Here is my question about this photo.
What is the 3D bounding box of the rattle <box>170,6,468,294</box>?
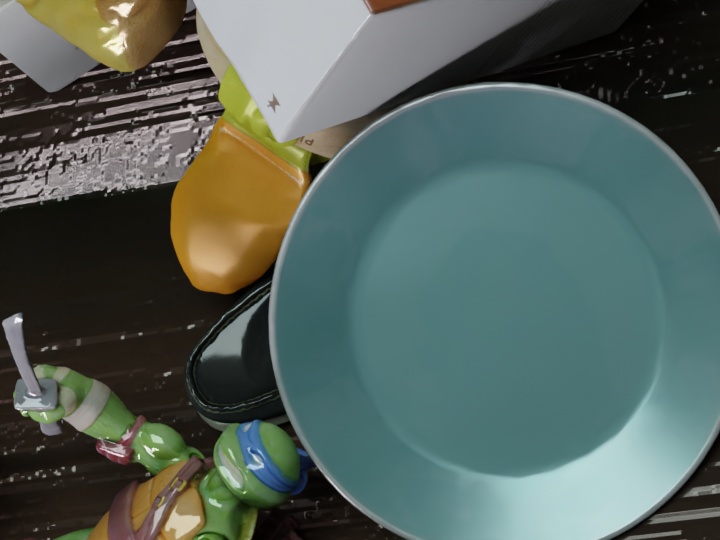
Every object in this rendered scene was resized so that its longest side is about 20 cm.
[{"bbox_3d":[-0.015,-0.105,1.128,0.129,0.143,0.201,4,49,0],"label":"rattle"}]

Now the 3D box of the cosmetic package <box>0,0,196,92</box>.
[{"bbox_3d":[-0.158,-0.205,1.225,0.112,0.081,0.201,-28,61,11],"label":"cosmetic package"}]

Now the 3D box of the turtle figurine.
[{"bbox_3d":[-0.129,0.119,1.030,0.194,0.200,0.144,-45,79,26],"label":"turtle figurine"}]

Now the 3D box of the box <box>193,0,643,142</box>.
[{"bbox_3d":[0.030,-0.152,1.034,0.125,0.199,0.098,59,143,14],"label":"box"}]

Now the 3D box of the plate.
[{"bbox_3d":[0.061,0.022,1.033,0.198,0.026,0.202,0,96,4],"label":"plate"}]

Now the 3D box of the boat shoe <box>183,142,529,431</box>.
[{"bbox_3d":[0.000,0.000,1.084,0.199,0.068,0.072,-33,63,11],"label":"boat shoe"}]

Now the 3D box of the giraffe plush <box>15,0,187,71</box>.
[{"bbox_3d":[-0.165,-0.194,1.080,0.198,0.162,0.174,-2,70,24],"label":"giraffe plush"}]
